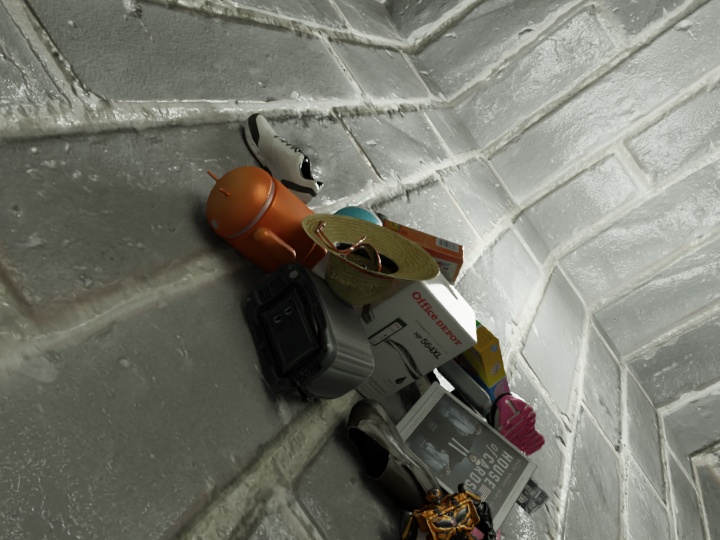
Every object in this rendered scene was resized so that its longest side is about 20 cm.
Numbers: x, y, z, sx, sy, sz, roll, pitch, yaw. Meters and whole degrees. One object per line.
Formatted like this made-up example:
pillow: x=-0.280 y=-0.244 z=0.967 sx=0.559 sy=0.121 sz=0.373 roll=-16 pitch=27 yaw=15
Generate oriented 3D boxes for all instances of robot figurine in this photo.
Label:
robot figurine: x=0.132 y=0.382 z=0.993 sx=0.144 sy=0.058 sz=0.201 roll=-18 pitch=86 yaw=-24
robot figurine: x=-0.139 y=-0.071 z=1.091 sx=0.200 sy=0.116 sz=0.144 roll=40 pitch=48 yaw=-35

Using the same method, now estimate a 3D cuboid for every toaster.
toaster: x=-0.061 y=0.093 z=1.022 sx=0.129 sy=0.114 sz=0.200 roll=26 pitch=31 yaw=-54

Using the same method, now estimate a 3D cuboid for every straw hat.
straw hat: x=0.000 y=0.000 z=1.038 sx=0.200 sy=0.085 sz=0.201 roll=19 pitch=20 yaw=-7

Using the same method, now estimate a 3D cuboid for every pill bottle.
pill bottle: x=-0.021 y=-0.046 z=1.294 sx=0.111 sy=0.111 sz=0.200 roll=53 pitch=23 yaw=-6

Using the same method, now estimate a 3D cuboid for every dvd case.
dvd case: x=0.147 y=0.272 z=1.114 sx=0.200 sy=0.025 sz=0.150 roll=38 pitch=45 yaw=13

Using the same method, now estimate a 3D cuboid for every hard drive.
hard drive: x=0.175 y=0.195 z=1.315 sx=0.132 sy=0.026 sz=0.200 roll=45 pitch=-3 yaw=20

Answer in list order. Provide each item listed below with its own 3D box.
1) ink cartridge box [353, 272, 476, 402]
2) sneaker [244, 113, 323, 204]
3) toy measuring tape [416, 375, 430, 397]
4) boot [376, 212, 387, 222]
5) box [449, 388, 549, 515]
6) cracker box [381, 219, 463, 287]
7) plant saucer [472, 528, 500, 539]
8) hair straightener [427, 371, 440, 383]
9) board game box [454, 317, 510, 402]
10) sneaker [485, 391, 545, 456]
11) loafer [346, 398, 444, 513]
ink cartridge box: x=0.054 y=0.089 z=1.143 sx=0.146 sy=0.200 sz=0.084 roll=46 pitch=24 yaw=-21
sneaker: x=-0.131 y=-0.197 z=1.324 sx=0.200 sy=0.080 sz=0.074 roll=59 pitch=24 yaw=12
toy measuring tape: x=0.083 y=0.158 z=1.289 sx=0.073 sy=0.073 sz=0.201 roll=17 pitch=49 yaw=-56
boot: x=0.084 y=-0.042 z=1.461 sx=0.130 sy=0.068 sz=0.200 roll=14 pitch=23 yaw=-10
box: x=0.223 y=0.307 z=1.284 sx=0.200 sy=0.050 sz=0.158 roll=47 pitch=3 yaw=-40
cracker box: x=0.067 y=0.035 z=1.198 sx=0.133 sy=0.201 sz=0.058 roll=19 pitch=27 yaw=-2
plant saucer: x=0.139 y=0.343 z=1.165 sx=0.200 sy=0.051 sz=0.201 roll=43 pitch=26 yaw=-28
hair straightener: x=0.112 y=0.161 z=1.357 sx=0.200 sy=0.041 sz=0.077 roll=58 pitch=15 yaw=26
board game box: x=0.182 y=0.131 z=1.300 sx=0.153 sy=0.040 sz=0.200 roll=44 pitch=-13 yaw=36
sneaker: x=0.239 y=0.238 z=1.233 sx=0.087 sy=0.074 sz=0.200 roll=50 pitch=-1 yaw=38
loafer: x=0.038 y=0.277 z=1.045 sx=0.200 sy=0.073 sz=0.071 roll=54 pitch=34 yaw=2
